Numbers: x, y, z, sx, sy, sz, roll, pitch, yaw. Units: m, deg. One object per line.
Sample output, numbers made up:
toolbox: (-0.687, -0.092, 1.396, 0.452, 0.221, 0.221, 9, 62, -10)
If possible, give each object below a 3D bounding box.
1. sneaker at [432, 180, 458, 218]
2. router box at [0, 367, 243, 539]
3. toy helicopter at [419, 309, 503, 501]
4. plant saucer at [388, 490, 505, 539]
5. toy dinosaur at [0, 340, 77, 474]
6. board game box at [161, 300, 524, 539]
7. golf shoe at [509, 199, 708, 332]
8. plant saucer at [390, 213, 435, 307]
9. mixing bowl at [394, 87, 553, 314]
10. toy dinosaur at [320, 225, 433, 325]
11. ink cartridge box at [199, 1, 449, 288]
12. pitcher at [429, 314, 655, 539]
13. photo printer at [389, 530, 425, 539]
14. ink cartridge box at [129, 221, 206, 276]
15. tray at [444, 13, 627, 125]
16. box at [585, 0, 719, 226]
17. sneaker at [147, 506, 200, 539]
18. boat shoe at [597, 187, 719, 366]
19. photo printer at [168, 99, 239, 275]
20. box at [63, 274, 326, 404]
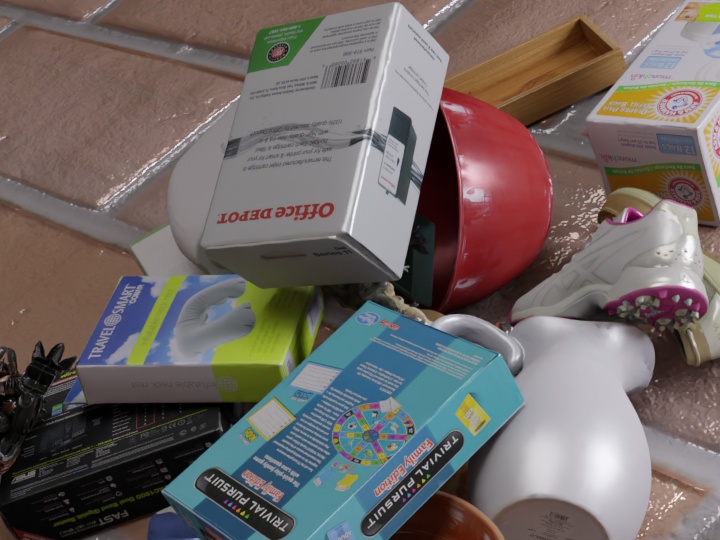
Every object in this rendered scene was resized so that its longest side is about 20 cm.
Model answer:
sneaker: (0.058, -0.070, 1.384, 0.199, 0.075, 0.088, -17, 41, 10)
router box: (-0.195, 0.135, 1.262, 0.199, 0.062, 0.150, -19, 35, 7)
toy helicopter: (0.065, 0.107, 1.147, 0.132, 0.079, 0.201, -24, 47, 3)
plant saucer: (0.003, 0.218, 0.936, 0.199, 0.032, 0.201, -16, 35, 12)
toy dinosaur: (-0.290, 0.119, 1.207, 0.102, 0.136, 0.200, 6, 32, -30)
board game box: (-0.013, 0.116, 0.999, 0.200, 0.047, 0.151, -42, 32, -18)
golf shoe: (0.187, 0.006, 1.146, 0.200, 0.075, 0.092, -19, 58, 55)
plant saucer: (0.018, -0.028, 1.301, 0.019, 0.070, 0.200, -4, 16, -20)
mixing bowl: (0.092, -0.059, 1.270, 0.108, 0.201, 0.200, -3, 29, -18)
toy dinosaur: (0.000, 0.000, 1.195, 0.199, 0.048, 0.088, 21, 51, 42)
ink cartridge box: (-0.026, -0.092, 1.177, 0.146, 0.083, 0.201, -3, 63, 36)
pitcher: (0.115, 0.109, 1.043, 0.170, 0.122, 0.200, 13, 37, 5)
photo printer: (-0.017, 0.236, 1.012, 0.199, 0.070, 0.167, -12, 36, 15)
ink cartridge box: (-0.121, -0.004, 1.420, 0.145, 0.048, 0.200, -30, 36, -9)
tray: (0.154, -0.180, 1.506, 0.199, 0.037, 0.099, -25, 34, -3)
box: (0.296, -0.142, 1.308, 0.112, 0.102, 0.200, 11, 47, 41)
sneaker: (-0.072, 0.150, 1.126, 0.199, 0.089, 0.075, -19, 8, 9)
boat shoe: (0.231, 0.003, 1.182, 0.063, 0.073, 0.201, -24, 41, -9)
photo printer: (-0.091, -0.093, 1.363, 0.200, 0.069, 0.167, -44, 30, 10)
box: (-0.138, 0.055, 1.236, 0.199, 0.048, 0.122, -2, 36, 16)
